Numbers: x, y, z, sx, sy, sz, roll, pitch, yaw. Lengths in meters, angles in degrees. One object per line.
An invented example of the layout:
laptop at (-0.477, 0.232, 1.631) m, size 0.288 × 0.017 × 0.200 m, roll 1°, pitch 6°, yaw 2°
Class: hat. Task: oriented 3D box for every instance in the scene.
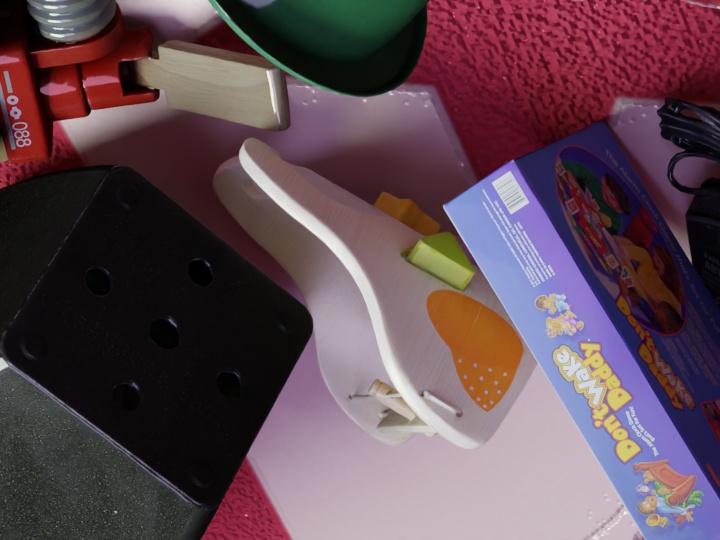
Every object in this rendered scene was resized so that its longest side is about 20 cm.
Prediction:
hat at (0.037, -0.182, 1.061) m, size 0.176 × 0.166 × 0.200 m, roll -26°, pitch 146°, yaw 38°

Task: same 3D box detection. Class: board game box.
board game box at (0.133, 0.031, 1.172) m, size 0.045 × 0.134 × 0.201 m, roll -33°, pitch 87°, yaw 27°

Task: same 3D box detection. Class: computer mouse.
computer mouse at (0.214, 0.007, 1.210) m, size 0.138 × 0.053 × 0.201 m, roll 39°, pitch 150°, yaw 40°

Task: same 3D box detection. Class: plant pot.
plant pot at (-0.142, 0.060, 1.242) m, size 0.200 × 0.200 × 0.177 m, roll 38°, pitch 142°, yaw -13°

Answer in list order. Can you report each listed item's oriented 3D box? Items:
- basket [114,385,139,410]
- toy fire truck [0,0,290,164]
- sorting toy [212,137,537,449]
basket at (-0.238, 0.127, 1.366) m, size 0.198 × 0.200 × 0.161 m, roll 39°, pitch 141°, yaw -14°
toy fire truck at (-0.142, -0.132, 1.213) m, size 0.199 × 0.129 × 0.177 m, roll -7°, pitch 133°, yaw 0°
sorting toy at (0.000, 0.000, 1.239) m, size 0.180 × 0.107 × 0.200 m, roll 39°, pitch 170°, yaw -6°
